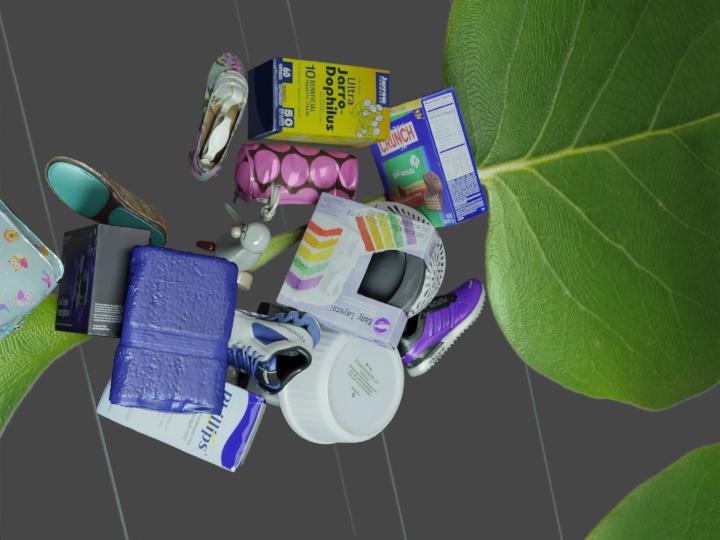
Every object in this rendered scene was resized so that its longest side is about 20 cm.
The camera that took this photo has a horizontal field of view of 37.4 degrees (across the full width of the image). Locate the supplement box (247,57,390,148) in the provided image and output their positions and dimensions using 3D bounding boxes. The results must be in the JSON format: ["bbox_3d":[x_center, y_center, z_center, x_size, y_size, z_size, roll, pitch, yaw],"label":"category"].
[{"bbox_3d":[-0.064,-0.253,1.629,0.197,0.109,0.111,0,89,-28],"label":"supplement box"}]

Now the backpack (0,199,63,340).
[{"bbox_3d":[-0.502,0.013,1.367,0.200,0.153,0.176,-46,114,-14],"label":"backpack"}]

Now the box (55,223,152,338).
[{"bbox_3d":[-0.346,0.016,1.419,0.078,0.199,0.144,9,84,-27],"label":"box"}]

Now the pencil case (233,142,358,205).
[{"bbox_3d":[-0.095,-0.139,1.623,0.197,0.091,0.095,-1,51,-26],"label":"pencil case"}]

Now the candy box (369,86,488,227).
[{"bbox_3d":[0.100,-0.171,1.681,0.076,0.168,0.203,-21,98,-31],"label":"candy box"}]

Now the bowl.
[{"bbox_3d":[0.036,0.004,1.631,0.197,0.094,0.204,0,109,-1],"label":"bowl"}]

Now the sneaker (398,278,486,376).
[{"bbox_3d":[0.122,0.069,1.743,0.100,0.069,0.200,48,68,-16],"label":"sneaker"}]

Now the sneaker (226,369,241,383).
[{"bbox_3d":[-0.216,0.078,1.556,0.075,0.081,0.202,-32,106,-26],"label":"sneaker"}]

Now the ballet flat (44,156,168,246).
[{"bbox_3d":[-0.356,-0.099,1.498,0.070,0.066,0.200,-41,116,17],"label":"ballet flat"}]

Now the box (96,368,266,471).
[{"bbox_3d":[-0.235,0.185,1.445,0.198,0.184,0.106,24,81,0],"label":"box"}]

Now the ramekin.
[{"bbox_3d":[-0.021,0.166,1.601,0.200,0.094,0.206,-3,95,-41],"label":"ramekin"}]

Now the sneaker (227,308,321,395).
[{"bbox_3d":[-0.152,0.113,1.481,0.196,0.116,0.082,-2,120,-2],"label":"sneaker"}]

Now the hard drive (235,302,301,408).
[{"bbox_3d":[-0.090,0.145,1.624,0.199,0.033,0.142,24,77,-40],"label":"hard drive"}]

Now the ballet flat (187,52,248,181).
[{"bbox_3d":[-0.204,-0.230,1.575,0.068,0.071,0.203,20,79,-25],"label":"ballet flat"}]

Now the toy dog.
[{"bbox_3d":[-0.186,-0.042,1.532,0.095,0.201,0.133,14,56,-10],"label":"toy dog"}]

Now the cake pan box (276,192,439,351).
[{"bbox_3d":[0.000,0.000,1.547,0.186,0.198,0.052,-66,159,-10],"label":"cake pan box"}]

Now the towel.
[{"bbox_3d":[-0.233,0.077,1.333,0.146,0.049,0.203,11,81,-27],"label":"towel"}]
